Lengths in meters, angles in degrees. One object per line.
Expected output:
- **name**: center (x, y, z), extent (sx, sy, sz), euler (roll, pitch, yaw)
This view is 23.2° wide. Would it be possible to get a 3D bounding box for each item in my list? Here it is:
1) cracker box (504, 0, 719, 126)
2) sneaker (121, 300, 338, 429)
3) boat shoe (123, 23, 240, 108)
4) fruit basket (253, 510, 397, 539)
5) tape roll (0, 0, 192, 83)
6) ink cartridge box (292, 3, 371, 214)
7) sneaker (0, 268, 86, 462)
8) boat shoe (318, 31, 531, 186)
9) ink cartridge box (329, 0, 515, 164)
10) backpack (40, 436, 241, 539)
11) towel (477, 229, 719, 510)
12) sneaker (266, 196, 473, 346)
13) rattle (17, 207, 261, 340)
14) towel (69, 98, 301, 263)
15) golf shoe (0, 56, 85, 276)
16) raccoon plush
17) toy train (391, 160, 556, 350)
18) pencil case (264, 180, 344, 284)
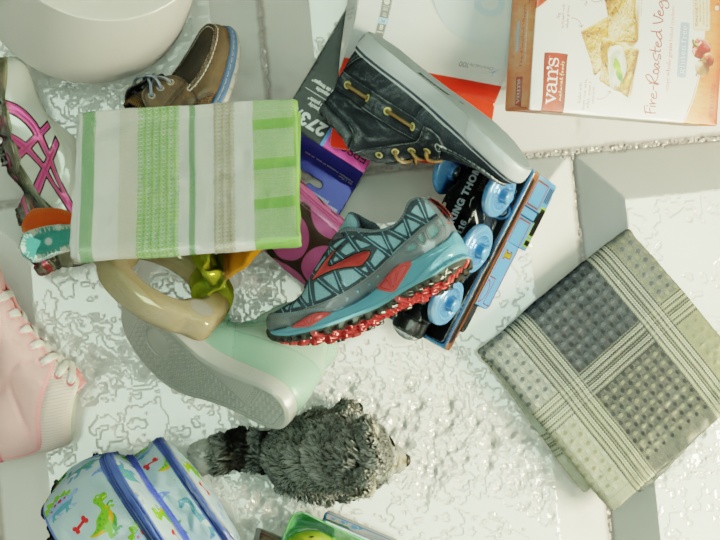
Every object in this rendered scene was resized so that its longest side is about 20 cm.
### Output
- **cracker box**: center (0.235, -0.206, 1.612), extent (0.198, 0.058, 0.136), euler (2, 93, -20)
- **sneaker**: center (-0.117, 0.063, 1.618), extent (0.199, 0.074, 0.118), euler (26, 45, 20)
- **boat shoe**: center (-0.176, -0.144, 1.600), extent (0.072, 0.072, 0.202), euler (30, 79, -32)
- **fruit basket**: center (-0.011, 0.274, 1.533), extent (0.183, 0.200, 0.095), euler (23, 86, 0)
- **tape roll**: center (-0.239, -0.285, 1.563), extent (0.200, 0.139, 0.205), euler (5, 71, -14)
- **ink cartridge box**: center (-0.010, -0.159, 1.644), extent (0.094, 0.037, 0.201), euler (31, 87, -1)
- **sneaker**: center (-0.303, 0.071, 1.595), extent (0.103, 0.075, 0.203), euler (-7, 92, -1)
- **boat shoe**: center (0.056, -0.117, 1.549), extent (0.200, 0.071, 0.091), euler (41, 106, 21)
- **ink cartridge box**: center (0.063, -0.201, 1.609), extent (0.158, 0.047, 0.203), euler (8, 90, -15)
- **backpack**: center (-0.188, 0.235, 1.527), extent (0.146, 0.200, 0.184), euler (-36, 88, -4)
- **towel**: center (0.241, 0.094, 1.645), extent (0.192, 0.035, 0.201), euler (-39, 87, -7)
- **sneaker**: center (0.000, 0.000, 1.537), extent (0.198, 0.079, 0.096), euler (-25, 75, 17)
- **rattle**: center (-0.187, -0.039, 1.532), extent (0.199, 0.143, 0.130), euler (34, 43, 1)
- **towel**: center (-0.149, -0.076, 1.521), extent (0.197, 0.031, 0.151), euler (-3, 63, 2)
- **golf shoe**: center (-0.284, -0.102, 1.612), extent (0.091, 0.073, 0.202), euler (-17, 97, -12)
- **raccoon plush**: center (-0.056, 0.177, 1.568), extent (0.198, 0.134, 0.098), euler (-15, 88, -4)
- **toy train**: center (0.096, -0.023, 1.599), extent (0.086, 0.114, 0.202), euler (27, 91, 33)
- **pencil case**: center (-0.063, -0.053, 1.601), extent (0.199, 0.094, 0.091), euler (39, 42, -3)
